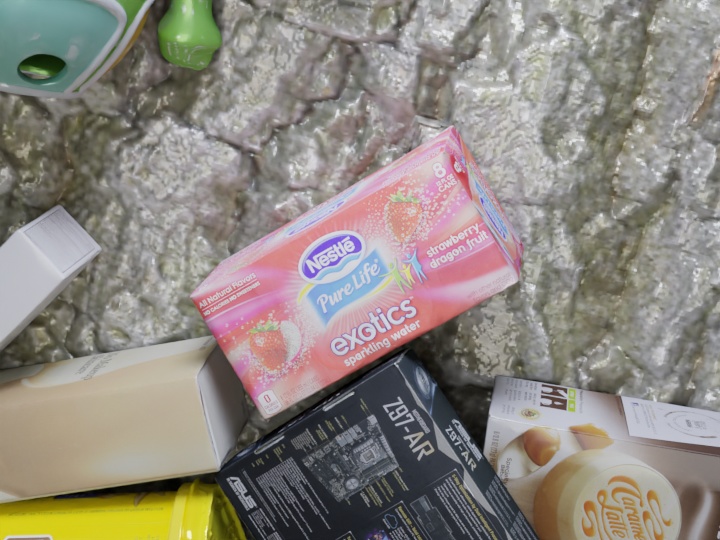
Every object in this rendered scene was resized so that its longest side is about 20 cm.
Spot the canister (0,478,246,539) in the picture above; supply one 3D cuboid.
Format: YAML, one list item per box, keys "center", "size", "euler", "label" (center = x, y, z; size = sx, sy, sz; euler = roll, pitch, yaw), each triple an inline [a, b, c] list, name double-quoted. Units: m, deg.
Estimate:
- center: [-0.188, 0.220, 1.062]
  size: [0.199, 0.087, 0.149]
  euler: [-3, 139, 9]
  label: "canister"

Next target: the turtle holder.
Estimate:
- center: [-0.193, -0.185, 0.958]
  size: [0.140, 0.185, 0.133]
  euler: [25, 110, 34]
  label: "turtle holder"

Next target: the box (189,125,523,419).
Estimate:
- center: [0.000, 0.000, 0.990]
  size: [0.199, 0.095, 0.103]
  euler: [-28, 99, 15]
  label: "box"

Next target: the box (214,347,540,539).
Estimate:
- center: [0.021, 0.176, 0.988]
  size: [0.160, 0.044, 0.201]
  euler: [-34, 92, 21]
  label: "box"

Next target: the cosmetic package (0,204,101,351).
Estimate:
- center: [-0.278, 0.042, 1.051]
  size: [0.200, 0.083, 0.051]
  euler: [-42, 93, 16]
  label: "cosmetic package"

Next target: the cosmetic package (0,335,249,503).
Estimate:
- center: [-0.189, 0.105, 1.044]
  size: [0.199, 0.105, 0.072]
  euler: [-10, 103, 9]
  label: "cosmetic package"

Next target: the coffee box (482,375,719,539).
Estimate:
- center: [0.181, 0.152, 1.013]
  size: [0.199, 0.080, 0.115]
  euler: [8, 107, 6]
  label: "coffee box"
